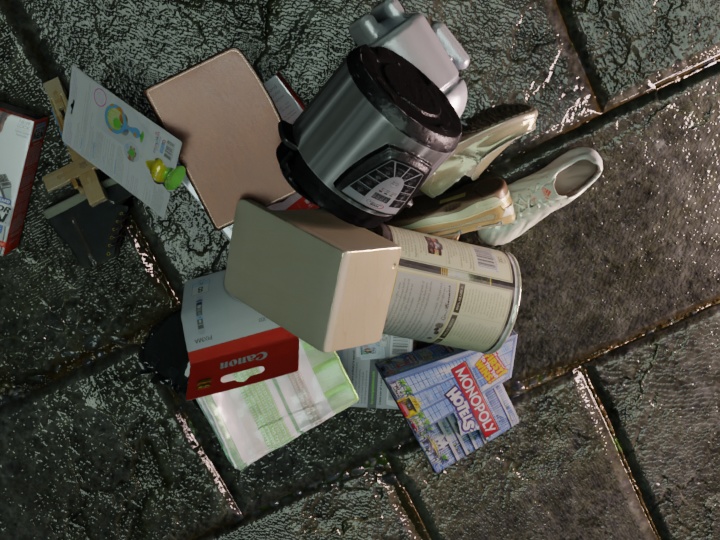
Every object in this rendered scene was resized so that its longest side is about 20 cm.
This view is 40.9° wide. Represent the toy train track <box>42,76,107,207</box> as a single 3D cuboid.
[{"bbox_3d":[-0.384,-0.172,1.313,0.114,0.033,0.201,-26,72,0],"label":"toy train track"}]

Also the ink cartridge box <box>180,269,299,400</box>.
[{"bbox_3d":[-0.164,0.071,1.302,0.159,0.200,0.047,-15,129,8],"label":"ink cartridge box"}]

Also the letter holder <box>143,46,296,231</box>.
[{"bbox_3d":[-0.166,-0.179,1.261,0.142,0.101,0.201,-25,104,6],"label":"letter holder"}]

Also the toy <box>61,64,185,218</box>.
[{"bbox_3d":[-0.299,-0.170,1.244,0.200,0.047,0.116,38,127,23],"label":"toy"}]

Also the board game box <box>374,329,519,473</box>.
[{"bbox_3d":[0.155,0.175,1.409,0.199,0.062,0.201,-30,111,-4],"label":"board game box"}]

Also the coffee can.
[{"bbox_3d":[0.095,0.026,1.305,0.199,0.146,0.147,12,106,-17],"label":"coffee can"}]

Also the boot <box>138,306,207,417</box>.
[{"bbox_3d":[-0.212,0.104,1.382,0.162,0.073,0.199,33,83,30],"label":"boot"}]

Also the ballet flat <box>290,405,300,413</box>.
[{"bbox_3d":[-0.153,0.158,1.408,0.199,0.067,0.071,15,85,27],"label":"ballet flat"}]

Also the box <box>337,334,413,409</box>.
[{"bbox_3d":[-0.024,0.123,1.427,0.199,0.041,0.157,2,106,-1],"label":"box"}]

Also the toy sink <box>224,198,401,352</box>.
[{"bbox_3d":[-0.061,-0.002,1.215,0.200,0.112,0.131,27,113,39],"label":"toy sink"}]

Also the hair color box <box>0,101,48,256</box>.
[{"bbox_3d":[-0.518,-0.134,1.347,0.110,0.064,0.201,18,104,-4],"label":"hair color box"}]

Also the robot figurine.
[{"bbox_3d":[0.066,-0.258,1.279,0.169,0.113,0.200,-36,103,-10],"label":"robot figurine"}]

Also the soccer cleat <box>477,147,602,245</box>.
[{"bbox_3d":[0.246,-0.103,1.340,0.200,0.078,0.069,-36,103,10],"label":"soccer cleat"}]

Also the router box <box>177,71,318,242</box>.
[{"bbox_3d":[-0.137,-0.143,1.347,0.200,0.049,0.180,-37,102,10],"label":"router box"}]

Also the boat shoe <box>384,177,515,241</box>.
[{"bbox_3d":[0.117,-0.065,1.344,0.199,0.072,0.076,-11,122,25],"label":"boat shoe"}]

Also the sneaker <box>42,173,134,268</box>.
[{"bbox_3d":[-0.337,-0.083,1.357,0.199,0.075,0.107,-22,109,21],"label":"sneaker"}]

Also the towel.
[{"bbox_3d":[-0.115,0.166,1.318,0.199,0.031,0.150,-28,106,-9],"label":"towel"}]

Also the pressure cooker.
[{"bbox_3d":[0.006,-0.150,1.185,0.176,0.179,0.200,47,118,5],"label":"pressure cooker"}]

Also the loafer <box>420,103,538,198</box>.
[{"bbox_3d":[0.155,-0.165,1.328,0.199,0.076,0.068,-26,114,5],"label":"loafer"}]
